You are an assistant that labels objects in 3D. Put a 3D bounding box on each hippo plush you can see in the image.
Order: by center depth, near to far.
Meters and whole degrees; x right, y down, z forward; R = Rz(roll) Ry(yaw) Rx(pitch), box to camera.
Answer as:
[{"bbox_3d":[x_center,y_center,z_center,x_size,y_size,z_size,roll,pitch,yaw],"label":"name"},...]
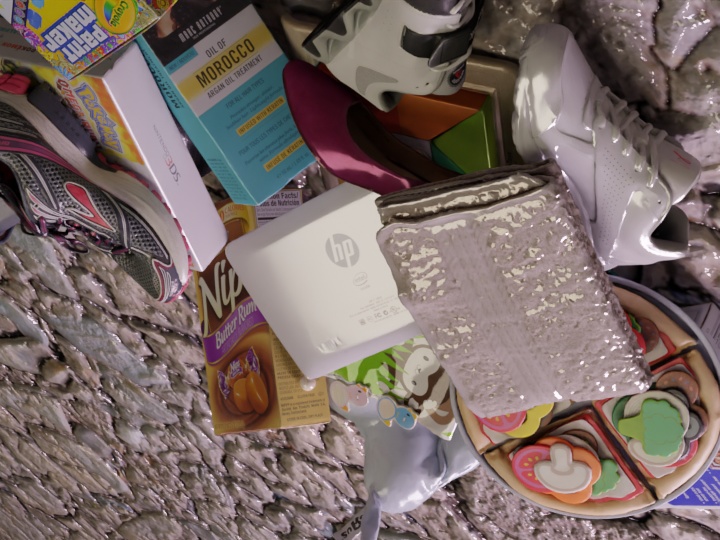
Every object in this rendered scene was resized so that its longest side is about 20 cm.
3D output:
[{"bbox_3d":[0.021,0.119,1.144,0.161,0.200,0.159,59,164,-6],"label":"hippo plush"}]

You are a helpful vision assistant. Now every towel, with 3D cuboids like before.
[{"bbox_3d":[0.099,0.019,0.847,0.132,0.035,0.200,-12,127,29],"label":"towel"}]

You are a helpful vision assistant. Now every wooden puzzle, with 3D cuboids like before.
[{"bbox_3d":[0.036,-0.090,0.939,0.200,0.037,0.185,20,148,25],"label":"wooden puzzle"}]

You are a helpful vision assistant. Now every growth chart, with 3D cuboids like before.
[{"bbox_3d":[0.043,0.062,1.003,0.200,0.018,0.145,14,113,25],"label":"growth chart"}]

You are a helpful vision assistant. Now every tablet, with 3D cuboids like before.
[{"bbox_3d":[0.000,0.000,0.974,0.200,0.014,0.130,-25,104,33],"label":"tablet"}]

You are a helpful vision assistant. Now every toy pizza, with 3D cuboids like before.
[{"bbox_3d":[0.160,0.096,0.931,0.200,0.032,0.201,6,114,14],"label":"toy pizza"}]

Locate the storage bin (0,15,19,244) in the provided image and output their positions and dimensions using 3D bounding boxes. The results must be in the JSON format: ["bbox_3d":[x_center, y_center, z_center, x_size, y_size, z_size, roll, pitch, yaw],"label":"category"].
[{"bbox_3d":[-0.327,-0.138,1.161,0.134,0.146,0.200,-19,125,23],"label":"storage bin"}]

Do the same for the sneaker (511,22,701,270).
[{"bbox_3d":[0.160,-0.078,0.812,0.099,0.078,0.200,0,143,31],"label":"sneaker"}]

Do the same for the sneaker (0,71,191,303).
[{"bbox_3d":[-0.205,-0.045,0.931,0.200,0.075,0.081,44,148,-19],"label":"sneaker"}]

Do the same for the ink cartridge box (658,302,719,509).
[{"bbox_3d":[0.244,0.115,1.025,0.198,0.047,0.200,46,150,-22],"label":"ink cartridge box"}]

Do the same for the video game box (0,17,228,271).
[{"bbox_3d":[-0.209,-0.096,0.982,0.182,0.047,0.200,13,144,30],"label":"video game box"}]

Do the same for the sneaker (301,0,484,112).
[{"bbox_3d":[0.047,-0.155,0.793,0.089,0.074,0.200,45,153,-11],"label":"sneaker"}]

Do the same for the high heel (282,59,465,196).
[{"bbox_3d":[0.036,-0.081,0.872,0.200,0.067,0.096,48,123,-6],"label":"high heel"}]

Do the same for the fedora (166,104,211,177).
[{"bbox_3d":[-0.152,-0.134,1.008,0.200,0.092,0.201,26,150,16],"label":"fedora"}]

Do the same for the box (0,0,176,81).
[{"bbox_3d":[-0.149,-0.252,0.723,0.193,0.200,0.122,46,148,-20],"label":"box"}]

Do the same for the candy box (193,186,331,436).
[{"bbox_3d":[-0.090,0.037,1.117,0.117,0.056,0.201,-15,80,54],"label":"candy box"}]

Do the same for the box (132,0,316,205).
[{"bbox_3d":[-0.104,-0.149,0.911,0.200,0.082,0.049,56,162,-19],"label":"box"}]

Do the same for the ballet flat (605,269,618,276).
[{"bbox_3d":[0.108,0.027,1.005,0.200,0.068,0.068,0,138,46],"label":"ballet flat"}]
